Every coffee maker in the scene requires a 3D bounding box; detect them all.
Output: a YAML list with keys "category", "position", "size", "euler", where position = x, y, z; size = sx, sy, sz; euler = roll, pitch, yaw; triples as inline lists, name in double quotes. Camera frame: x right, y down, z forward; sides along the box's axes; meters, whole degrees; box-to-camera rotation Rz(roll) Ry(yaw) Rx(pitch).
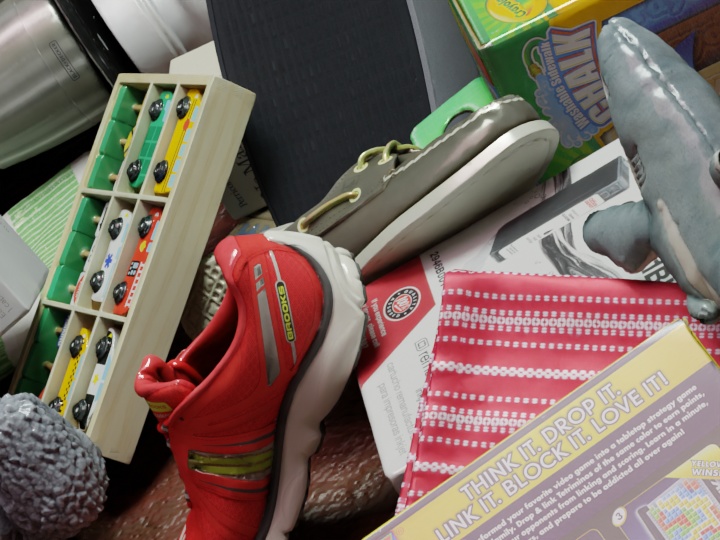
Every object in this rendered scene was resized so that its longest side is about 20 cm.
- category: "coffee maker"
  position: [-0.235, -0.096, 1.654]
  size: [0.200, 0.135, 0.192]
  euler: [-32, -11, 6]

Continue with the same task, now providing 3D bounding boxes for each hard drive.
- category: "hard drive"
  position: [-0.013, -0.116, 1.383]
  size: [0.135, 0.200, 0.042]
  euler: [-18, -7, 25]

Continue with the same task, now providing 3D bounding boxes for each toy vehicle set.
- category: "toy vehicle set"
  position: [-0.123, -0.005, 1.391]
  size: [0.124, 0.026, 0.200]
  euler: [7, 77, 61]

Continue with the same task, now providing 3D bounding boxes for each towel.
- category: "towel"
  position: [-0.212, 0.015, 1.559]
  size: [0.200, 0.023, 0.153]
  euler: [-34, 31, 1]
- category: "towel"
  position: [0.080, 0.094, 1.060]
  size: [0.144, 0.022, 0.200]
  euler: [4, 70, 23]

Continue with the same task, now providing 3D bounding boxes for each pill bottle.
- category: "pill bottle"
  position: [-0.061, -0.194, 1.613]
  size: [0.200, 0.112, 0.112]
  euler: [-35, 30, 2]

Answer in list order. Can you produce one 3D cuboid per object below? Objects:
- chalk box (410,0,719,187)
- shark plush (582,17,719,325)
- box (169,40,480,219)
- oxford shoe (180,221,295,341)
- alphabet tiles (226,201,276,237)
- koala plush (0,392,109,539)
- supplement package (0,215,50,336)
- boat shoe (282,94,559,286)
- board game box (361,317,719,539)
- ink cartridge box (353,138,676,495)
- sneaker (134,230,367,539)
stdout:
- category: "chalk box"
  position: [0.114, -0.106, 1.284]
  size: [0.200, 0.124, 0.124]
  euler: [-25, 31, 2]
- category: "shark plush"
  position: [0.138, -0.018, 1.030]
  size: [0.091, 0.083, 0.200]
  euler: [-14, 38, -1]
- category: "box"
  position: [-0.003, -0.111, 1.459]
  size: [0.200, 0.082, 0.068]
  euler: [-26, 32, 18]
- category: "oxford shoe"
  position: [0.000, 0.000, 1.335]
  size: [0.200, 0.075, 0.058]
  euler: [-11, 5, 33]
- category: "alphabet tiles"
  position: [0.029, -0.054, 1.433]
  size: [0.200, 0.008, 0.167]
  euler: [9, 52, 50]
- category: "koala plush"
  position: [-0.261, 0.091, 1.298]
  size: [0.177, 0.200, 0.184]
  euler: [-55, 28, 1]
- category: "supplement package"
  position: [-0.281, 0.035, 1.443]
  size: [0.200, 0.114, 0.110]
  euler: [-41, 8, 7]
- category: "boat shoe"
  position: [0.010, -0.023, 1.246]
  size: [0.202, 0.072, 0.060]
  euler: [-42, 65, 34]
- category: "board game box"
  position: [0.088, 0.141, 0.991]
  size: [0.200, 0.057, 0.165]
  euler: [-35, 58, 0]
- category: "ink cartridge box"
  position: [0.103, 0.029, 1.170]
  size: [0.200, 0.084, 0.144]
  euler: [-30, 32, 8]
- category: "sneaker"
  position: [-0.064, 0.068, 1.207]
  size: [0.077, 0.085, 0.200]
  euler: [-112, 39, -63]
